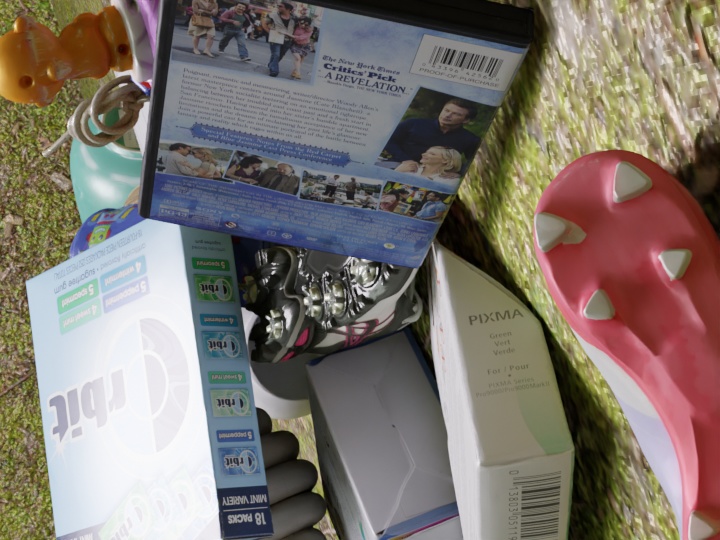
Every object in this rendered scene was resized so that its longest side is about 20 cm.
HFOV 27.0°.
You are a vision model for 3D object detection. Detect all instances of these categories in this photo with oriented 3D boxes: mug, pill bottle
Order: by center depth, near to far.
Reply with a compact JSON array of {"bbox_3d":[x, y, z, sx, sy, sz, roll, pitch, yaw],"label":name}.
[{"bbox_3d":[-0.064,0.059,1.135,0.200,0.103,0.105,164,86,-78],"label":"pill bottle"},{"bbox_3d":[-0.150,-0.079,1.238,0.184,0.152,0.115,21,142,22],"label":"mug"}]

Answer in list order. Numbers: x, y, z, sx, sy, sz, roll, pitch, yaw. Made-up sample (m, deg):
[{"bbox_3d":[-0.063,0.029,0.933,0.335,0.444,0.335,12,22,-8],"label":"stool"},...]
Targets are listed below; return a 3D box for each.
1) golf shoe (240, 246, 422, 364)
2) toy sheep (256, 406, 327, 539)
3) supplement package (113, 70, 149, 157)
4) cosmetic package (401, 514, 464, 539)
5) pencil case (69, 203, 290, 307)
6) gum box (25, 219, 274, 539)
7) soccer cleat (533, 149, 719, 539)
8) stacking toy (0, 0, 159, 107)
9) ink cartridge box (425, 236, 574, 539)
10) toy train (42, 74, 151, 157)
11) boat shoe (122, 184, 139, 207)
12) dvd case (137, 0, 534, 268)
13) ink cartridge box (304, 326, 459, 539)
[{"bbox_3d":[0.000,0.000,0.844,0.200,0.087,0.078,148,118,-64],"label":"golf shoe"},{"bbox_3d":[-0.082,0.166,0.998,0.201,0.137,0.138,60,166,10],"label":"toy sheep"},{"bbox_3d":[-0.088,-0.115,0.965,0.200,0.109,0.115,-165,56,-75],"label":"supplement package"},{"bbox_3d":[0.073,0.273,0.822,0.201,0.122,0.200,84,163,-50],"label":"cosmetic package"},{"bbox_3d":[-0.103,-0.009,1.005,0.199,0.079,0.087,-3,149,39],"label":"pencil case"},{"bbox_3d":[-0.137,0.080,0.935,0.169,0.044,0.202,-22,73,42],"label":"gum box"},{"bbox_3d":[0.116,0.053,0.471,0.201,0.066,0.076,63,-162,10],"label":"soccer cleat"},{"bbox_3d":[-0.070,-0.113,0.673,0.110,0.198,0.117,-123,20,-45],"label":"stacking toy"},{"bbox_3d":[0.066,0.063,0.758,0.162,0.049,0.201,84,180,-47],"label":"ink cartridge box"},{"bbox_3d":[-0.074,-0.075,0.807,0.116,0.199,0.084,58,-160,14],"label":"toy train"},{"bbox_3d":[-0.114,-0.030,1.096,0.199,0.065,0.073,7,120,40],"label":"boat shoe"},{"bbox_3d":[-0.020,-0.062,0.643,0.200,0.141,0.018,113,166,-62],"label":"dvd case"},{"bbox_3d":[0.025,0.155,0.950,0.201,0.076,0.137,87,163,-49],"label":"ink cartridge box"}]
